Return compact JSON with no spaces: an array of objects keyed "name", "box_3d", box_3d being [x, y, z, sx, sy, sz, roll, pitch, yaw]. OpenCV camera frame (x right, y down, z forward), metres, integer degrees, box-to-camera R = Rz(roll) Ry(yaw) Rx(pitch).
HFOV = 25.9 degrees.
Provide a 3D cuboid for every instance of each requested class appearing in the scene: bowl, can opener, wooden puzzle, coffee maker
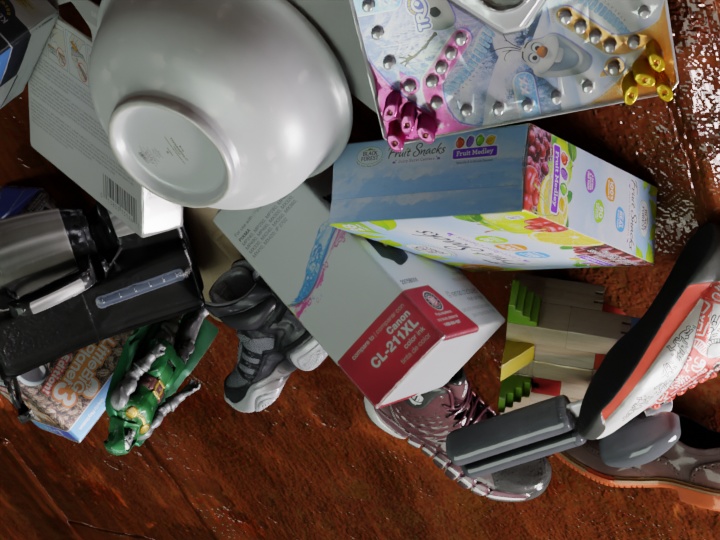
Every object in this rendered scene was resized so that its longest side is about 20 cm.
[{"name":"bowl","box_3d":[-0.112,-0.109,1.080,0.199,0.091,0.202,18,141,15]},{"name":"can opener","box_3d":[0.167,0.142,1.298,0.198,0.067,0.053,-21,140,22]},{"name":"wooden puzzle","box_3d":[-0.068,0.002,1.445,0.198,0.046,0.186,20,146,19]},{"name":"coffee maker","box_3d":[-0.250,0.013,1.428,0.198,0.135,0.193,-19,144,-10]}]

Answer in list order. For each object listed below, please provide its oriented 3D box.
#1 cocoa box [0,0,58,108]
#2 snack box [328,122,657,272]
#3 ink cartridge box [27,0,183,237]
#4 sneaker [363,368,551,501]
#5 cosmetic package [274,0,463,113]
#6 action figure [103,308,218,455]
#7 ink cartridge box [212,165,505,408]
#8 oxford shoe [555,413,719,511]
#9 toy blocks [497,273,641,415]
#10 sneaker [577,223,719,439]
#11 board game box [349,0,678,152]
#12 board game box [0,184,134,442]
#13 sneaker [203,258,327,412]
[{"name":"cocoa box","box_3d":[-0.367,-0.209,1.247,0.200,0.131,0.133,44,145,0]},{"name":"snack box","box_3d":[0.101,-0.048,1.154,0.167,0.068,0.199,-2,167,36]},{"name":"ink cartridge box","box_3d":[-0.211,-0.147,1.263,0.200,0.044,0.178,35,133,43]},{"name":"sneaker","box_3d":[0.102,0.142,1.485,0.199,0.076,0.116,27,144,2]},{"name":"cosmetic package","box_3d":[-0.009,-0.203,1.067,0.199,0.107,0.090,34,146,-13]},{"name":"action figure","box_3d":[-0.195,0.096,1.514,0.054,0.201,0.118,-1,139,35]},{"name":"ink cartridge box","box_3d":[0.000,0.000,1.226,0.200,0.145,0.083,48,110,14]},{"name":"oxford shoe","box_3d":[0.265,0.156,1.415,0.198,0.071,0.073,9,115,30]},{"name":"toy blocks","box_3d":[0.191,0.076,1.328,0.135,0.101,0.201,9,146,8]},{"name":"sneaker","box_3d":[0.261,0.071,1.213,0.107,0.067,0.202,28,110,-11]},{"name":"board game box","box_3d":[0.089,-0.181,0.981,0.198,0.026,0.202,-10,119,10]},{"name":"board game box","box_3d":[-0.315,0.041,1.545,0.200,0.160,0.096,47,158,-29]},{"name":"sneaker","box_3d":[-0.098,0.054,1.433,0.114,0.076,0.200,39,142,-10]}]
